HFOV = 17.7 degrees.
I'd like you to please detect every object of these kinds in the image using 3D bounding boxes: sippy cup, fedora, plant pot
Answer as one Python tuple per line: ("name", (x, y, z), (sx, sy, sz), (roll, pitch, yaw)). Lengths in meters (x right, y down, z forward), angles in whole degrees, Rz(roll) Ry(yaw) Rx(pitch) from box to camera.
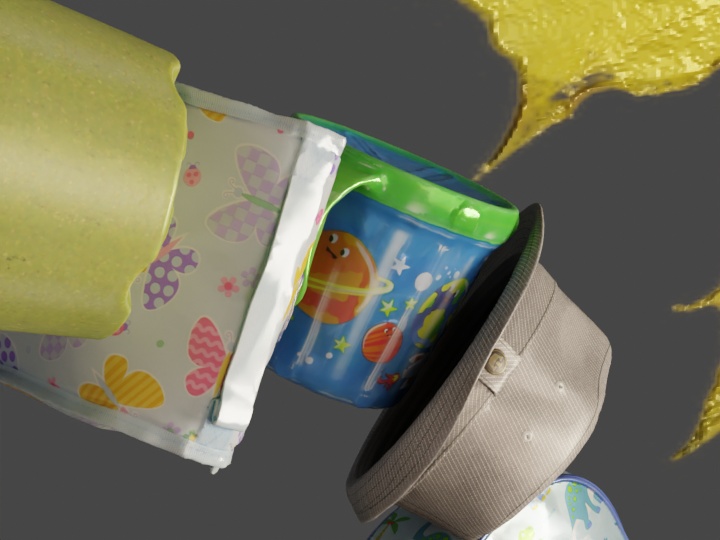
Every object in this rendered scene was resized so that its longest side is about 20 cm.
("sippy cup", (0.000, 0.000, 1.254), (0.177, 0.140, 0.131), (18, 100, -31))
("fedora", (0.077, 0.070, 1.279), (0.090, 0.177, 0.200), (35, 60, -5))
("plant pot", (-0.179, -0.054, 0.985), (0.183, 0.200, 0.201), (13, 91, -21))

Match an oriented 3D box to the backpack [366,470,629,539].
("backpack", (0.099, 0.216, 1.362), (0.183, 0.147, 0.201), (-43, 122, -25))

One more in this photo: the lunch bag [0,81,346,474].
("lunch bag", (-0.095, -0.002, 1.123), (0.127, 0.200, 0.170), (19, 87, -39))
